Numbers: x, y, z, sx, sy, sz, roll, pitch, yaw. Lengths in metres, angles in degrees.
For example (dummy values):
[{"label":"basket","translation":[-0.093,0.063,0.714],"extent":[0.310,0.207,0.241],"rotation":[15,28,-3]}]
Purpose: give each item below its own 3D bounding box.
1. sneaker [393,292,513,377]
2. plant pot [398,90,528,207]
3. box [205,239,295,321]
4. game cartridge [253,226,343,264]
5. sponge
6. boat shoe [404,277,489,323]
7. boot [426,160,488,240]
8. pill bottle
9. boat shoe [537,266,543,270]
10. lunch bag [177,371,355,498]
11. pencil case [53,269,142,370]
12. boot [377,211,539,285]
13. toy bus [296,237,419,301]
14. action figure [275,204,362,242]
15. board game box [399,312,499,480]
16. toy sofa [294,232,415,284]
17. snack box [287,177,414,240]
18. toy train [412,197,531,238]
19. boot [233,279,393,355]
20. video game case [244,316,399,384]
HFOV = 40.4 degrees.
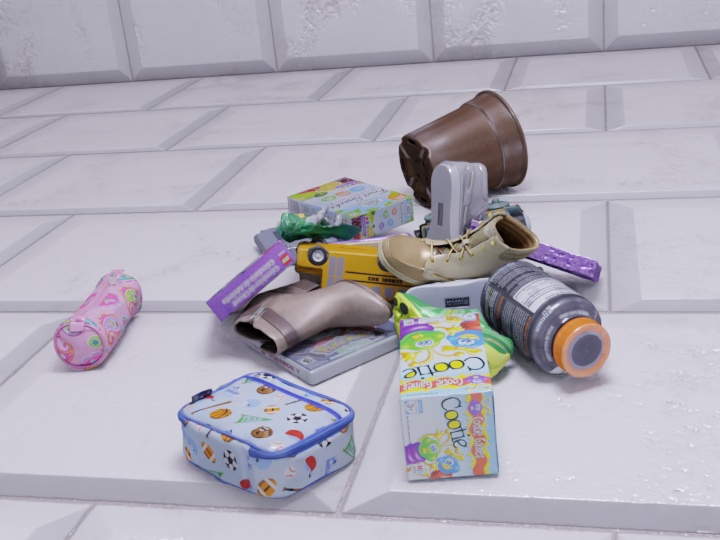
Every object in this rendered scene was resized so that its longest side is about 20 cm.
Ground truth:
[{"label":"sneaker","translation":[0.121,0.086,1.316],"extent":[0.083,0.075,0.199],"rotation":[-21,37,-38]},{"label":"plant pot","translation":[0.193,-0.228,1.926],"extent":[0.196,0.202,0.200],"rotation":[-22,26,-18]},{"label":"box","translation":[-0.160,0.012,1.455],"extent":[0.137,0.039,0.200],"rotation":[-40,5,-2]},{"label":"game cartridge","translation":[-0.084,-0.056,1.768],"extent":[0.197,0.041,0.133],"rotation":[-13,19,-14]},{"label":"sponge","translation":[0.267,-0.029,1.487],"extent":[0.198,0.030,0.111],"rotation":[20,2,20]},{"label":"boat shoe","translation":[0.157,0.041,1.409],"extent":[0.197,0.075,0.065],"rotation":[4,6,-2]},{"label":"boot","translation":[0.159,-0.071,1.535],"extent":[0.095,0.203,0.073],"rotation":[-6,18,-35]},{"label":"pill bottle","translation":[0.243,0.067,1.276],"extent":[0.105,0.108,0.200],"rotation":[-13,23,-16]},{"label":"boat shoe","translation":[0.231,-0.004,1.510],"extent":[0.072,0.063,0.200],"rotation":[-15,22,-16]},{"label":"lunch bag","translation":[-0.108,0.182,1.136],"extent":[0.199,0.077,0.159],"rotation":[17,29,42]},{"label":"pencil case","translation":[-0.392,0.070,1.477],"extent":[0.086,0.089,0.200],"rotation":[-3,23,8]},{"label":"boot","translation":[0.140,-0.033,1.402],"extent":[0.198,0.155,0.074],"rotation":[17,57,-23]},{"label":"toy bus","translation":[0.000,0.000,1.491],"extent":[0.197,0.079,0.065],"rotation":[5,14,-3]},{"label":"action figure","translation":[-0.081,-0.071,1.529],"extent":[0.117,0.055,0.200],"rotation":[-11,-3,16]},{"label":"board game box","translation":[0.098,0.140,1.135],"extent":[0.102,0.106,0.200],"rotation":[-5,21,4]},{"label":"toy sofa","translation":[-0.005,-0.019,1.570],"extent":[0.197,0.099,0.083],"rotation":[-6,22,3]},{"label":"snack box","translation":[-0.020,-0.113,1.772],"extent":[0.141,0.054,0.199],"rotation":[-23,28,-33]},{"label":"toy train","translation":[0.187,-0.064,1.629],"extent":[0.197,0.086,0.114],"rotation":[-10,14,-2]},{"label":"boot","translation":[-0.073,0.070,1.364],"extent":[0.198,0.071,0.146],"rotation":[10,33,37]},{"label":"video game case","translation":[-0.039,0.091,1.406],"extent":[0.198,0.023,0.181],"rotation":[-21,26,-32]}]
